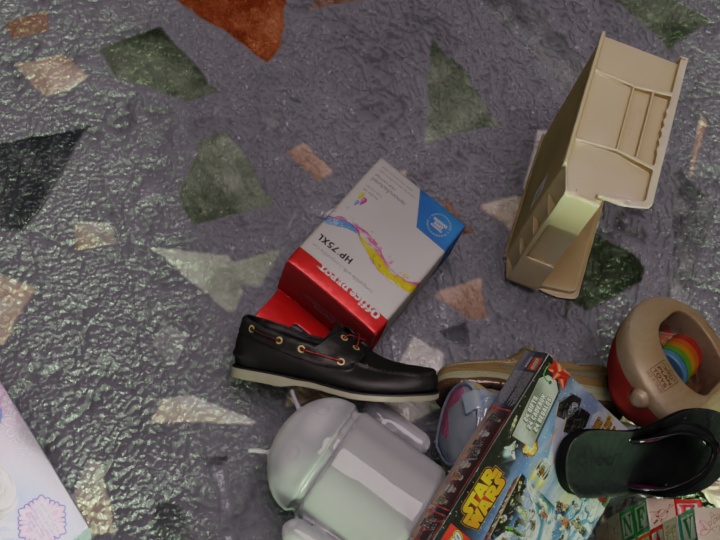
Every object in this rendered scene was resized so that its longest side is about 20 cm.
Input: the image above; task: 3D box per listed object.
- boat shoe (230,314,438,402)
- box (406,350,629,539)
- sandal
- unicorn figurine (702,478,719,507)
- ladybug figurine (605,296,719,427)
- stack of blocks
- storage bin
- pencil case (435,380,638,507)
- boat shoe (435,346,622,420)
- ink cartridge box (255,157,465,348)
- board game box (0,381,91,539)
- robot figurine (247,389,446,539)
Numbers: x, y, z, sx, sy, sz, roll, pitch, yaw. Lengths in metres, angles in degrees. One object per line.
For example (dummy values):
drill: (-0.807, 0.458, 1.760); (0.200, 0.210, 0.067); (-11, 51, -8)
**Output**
boat shoe: (-0.022, 0.084, 1.095); (0.198, 0.074, 0.064); (10, 92, 11)
box: (0.146, 0.191, 1.024); (0.137, 0.040, 0.201); (42, 74, -22)
sandal: (0.264, 0.168, 1.034); (0.198, 0.048, 0.077); (-5, 93, -27)
unicorn figurine: (0.394, 0.239, 1.151); (0.135, 0.074, 0.203); (-8, 72, -5)
ladybug figurine: (0.300, 0.100, 1.168); (0.199, 0.072, 0.137); (-19, 74, -54)
stack of blocks: (0.279, 0.263, 1.042); (0.058, 0.200, 0.117); (3, 65, -11)
storage bin: (0.234, -0.100, 1.204); (0.093, 0.200, 0.200); (21, 62, -1)
pencil case: (0.169, 0.164, 1.106); (0.198, 0.091, 0.084); (15, 57, -20)
boat shoe: (0.162, 0.111, 1.169); (0.197, 0.072, 0.077); (11, 49, -18)
ink cartridge box: (0.000, 0.000, 1.174); (0.116, 0.067, 0.200); (38, 63, 6)
board game box: (-0.366, 0.196, 1.005); (0.198, 0.041, 0.201); (-31, 76, -25)
robot figurine: (-0.002, 0.193, 1.056); (0.199, 0.113, 0.170); (36, 50, 4)
